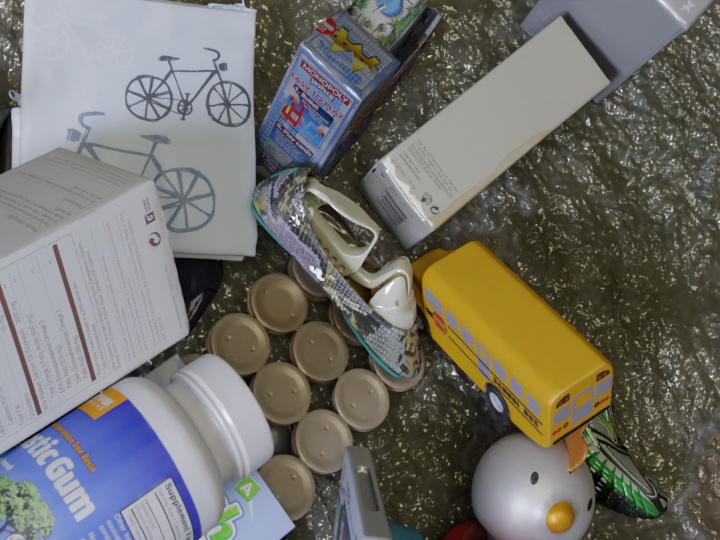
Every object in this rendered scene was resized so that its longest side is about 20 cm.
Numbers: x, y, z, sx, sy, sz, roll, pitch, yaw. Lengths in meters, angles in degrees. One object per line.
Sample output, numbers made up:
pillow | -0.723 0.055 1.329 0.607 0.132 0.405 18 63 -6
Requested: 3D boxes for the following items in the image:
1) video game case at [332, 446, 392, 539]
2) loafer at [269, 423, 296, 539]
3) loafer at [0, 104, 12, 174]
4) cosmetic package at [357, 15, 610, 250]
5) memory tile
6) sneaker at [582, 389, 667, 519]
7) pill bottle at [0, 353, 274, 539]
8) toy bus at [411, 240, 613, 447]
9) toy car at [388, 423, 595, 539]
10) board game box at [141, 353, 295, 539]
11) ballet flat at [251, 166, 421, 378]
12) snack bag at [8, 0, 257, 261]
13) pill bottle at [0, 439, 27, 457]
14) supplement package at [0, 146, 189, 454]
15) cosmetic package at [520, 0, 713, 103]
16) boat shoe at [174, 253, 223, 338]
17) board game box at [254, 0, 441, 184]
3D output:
video game case | -0.010 0.248 0.764 0.023 0.182 0.204 7 98 -5
loafer | -0.085 0.202 0.841 0.067 0.070 0.204 16 79 -8
loafer | -0.282 -0.027 0.803 0.069 0.068 0.205 -5 79 5
cosmetic package | 0.099 -0.111 0.908 0.199 0.104 0.073 -38 90 -12
memory tile | -0.048 0.081 0.863 0.154 0.017 0.200 47 58 -2
sneaker | 0.189 0.120 0.902 0.085 0.078 0.201 -39 89 -14
pill bottle | -0.155 0.138 0.681 0.199 0.112 0.113 -34 88 -27
toy bus | 0.105 0.047 0.847 0.064 0.079 0.200 -29 49 -17
toy car | 0.125 0.196 0.811 0.182 0.177 0.203 24 92 -15
board game box | -0.165 0.176 0.747 0.199 0.037 0.152 -35 87 -28
ballet flat | 0.000 0.000 0.843 0.072 0.072 0.201 -45 107 -14
snack bag | -0.168 -0.111 0.820 0.185 0.021 0.204 2 85 -22
pill bottle | -0.247 0.200 0.790 0.111 0.111 0.200 -44 92 -14
supplement package | -0.225 0.023 0.685 0.199 0.116 0.119 -33 128 -36
cosmetic package | 0.216 -0.226 0.897 0.107 0.200 0.090 45 77 -1
boat shoe | -0.142 -0.042 0.877 0.092 0.074 0.203 31 74 -24
board game box | -0.004 -0.155 0.845 0.061 0.200 0.201 40 77 -1
